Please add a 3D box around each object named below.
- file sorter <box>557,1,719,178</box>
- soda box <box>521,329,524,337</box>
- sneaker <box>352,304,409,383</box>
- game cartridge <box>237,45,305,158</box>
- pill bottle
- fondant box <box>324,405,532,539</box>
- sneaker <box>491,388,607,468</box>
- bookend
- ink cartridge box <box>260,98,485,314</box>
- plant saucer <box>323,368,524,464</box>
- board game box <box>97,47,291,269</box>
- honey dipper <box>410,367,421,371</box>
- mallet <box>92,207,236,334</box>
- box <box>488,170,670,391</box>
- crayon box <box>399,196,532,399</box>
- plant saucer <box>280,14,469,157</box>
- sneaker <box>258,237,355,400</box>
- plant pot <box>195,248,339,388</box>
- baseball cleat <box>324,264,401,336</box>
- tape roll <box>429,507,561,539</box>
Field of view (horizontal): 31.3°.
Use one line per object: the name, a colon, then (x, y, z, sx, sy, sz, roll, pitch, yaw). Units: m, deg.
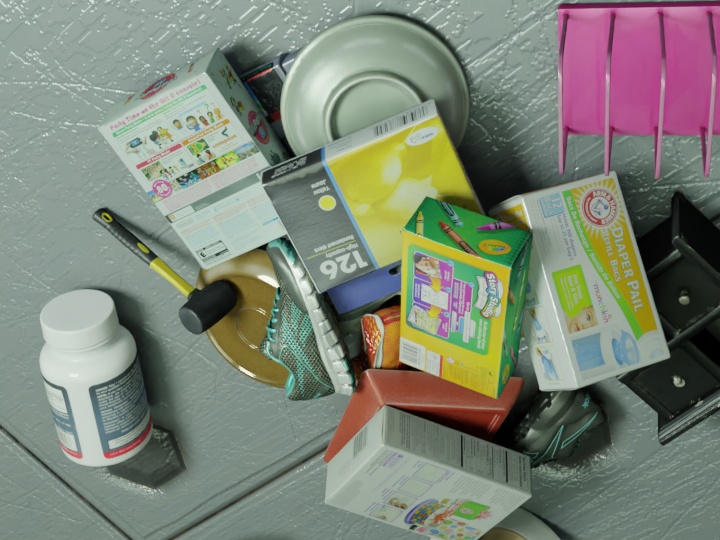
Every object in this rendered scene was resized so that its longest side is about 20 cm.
file sorter: (0.288, -0.169, 1.239, 0.199, 0.126, 0.140, 1, 124, 11)
soda box: (0.172, 0.040, 1.430, 0.199, 0.064, 0.069, -3, 84, 14)
sneaker: (0.034, 0.107, 1.495, 0.077, 0.073, 0.200, -12, 155, -16)
game cartridge: (-0.108, -0.152, 1.396, 0.199, 0.038, 0.130, -23, 120, 25)
pill bottle: (-0.329, 0.130, 1.582, 0.119, 0.120, 0.201, 3, 124, 11)
fondant box: (0.078, 0.243, 1.492, 0.199, 0.058, 0.144, 22, 135, -19)
sneaker: (0.213, 0.212, 1.545, 0.079, 0.076, 0.200, 32, 125, -13)
bookend: (0.339, 0.056, 1.400, 0.200, 0.092, 0.199, 41, 123, -14)
ink cartridge box: (0.025, -0.054, 1.339, 0.197, 0.047, 0.201, -22, 119, 10)
plant saucer: (0.074, 0.192, 1.522, 0.198, 0.037, 0.200, 5, 140, -16)
board game box: (-0.160, -0.115, 1.375, 0.147, 0.064, 0.200, -22, 118, 24)
honey dipper: (0.057, 0.133, 1.553, 0.038, 0.038, 0.200, 31, 128, -9)
mallet: (-0.238, 0.000, 1.478, 0.199, 0.066, 0.041, 33, 140, 8)
box: (0.222, 0.011, 1.317, 0.112, 0.101, 0.201, -16, 88, -15)
crayon box: (0.105, 0.031, 1.318, 0.118, 0.058, 0.201, 20, 138, 19)
plant saucer: (0.015, -0.161, 1.328, 0.199, 0.050, 0.201, 0, 119, 0)
sneaker: (-0.074, 0.062, 1.416, 0.091, 0.078, 0.201, -19, 108, 4)
plant pot: (-0.116, 0.064, 1.512, 0.199, 0.028, 0.201, 17, 129, 21)
baseball cleat: (0.000, 0.000, 1.452, 0.106, 0.070, 0.200, 35, 123, -13)
tape roll: (0.178, 0.370, 1.582, 0.202, 0.203, 0.037, 25, 126, -5)
